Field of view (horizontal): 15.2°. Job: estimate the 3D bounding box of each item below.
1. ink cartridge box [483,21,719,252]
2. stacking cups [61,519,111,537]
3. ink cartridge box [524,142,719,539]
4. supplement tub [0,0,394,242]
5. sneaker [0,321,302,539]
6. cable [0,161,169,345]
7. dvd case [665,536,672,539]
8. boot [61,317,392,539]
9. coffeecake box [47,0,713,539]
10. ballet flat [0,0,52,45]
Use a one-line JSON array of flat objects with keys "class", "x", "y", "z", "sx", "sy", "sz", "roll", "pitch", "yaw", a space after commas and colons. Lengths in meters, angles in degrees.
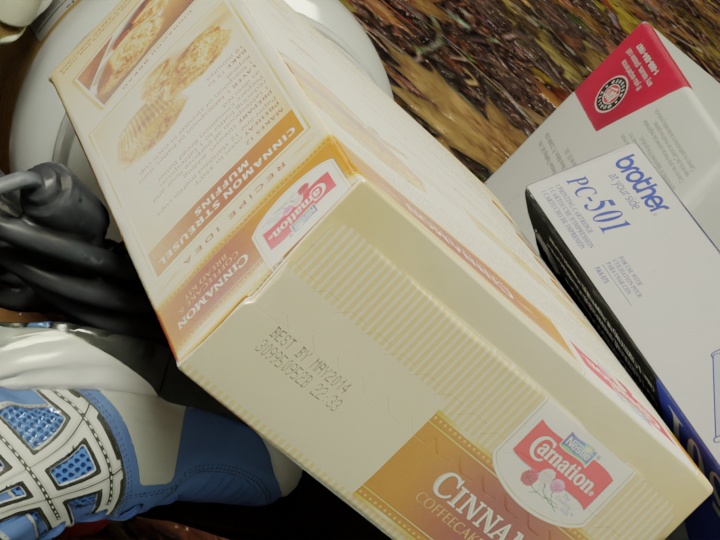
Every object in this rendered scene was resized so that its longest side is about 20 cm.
[{"class": "ink cartridge box", "x": 0.098, "y": 0.011, "z": 1.173, "sx": 0.083, "sy": 0.200, "sz": 0.145, "roll": 37, "pitch": 16, "yaw": -26}, {"class": "stacking cups", "x": -0.156, "y": 0.032, "z": 0.820, "sx": 0.200, "sy": 0.061, "sz": 0.061, "roll": 34, "pitch": 17, "yaw": -39}, {"class": "ink cartridge box", "x": 0.113, "y": 0.053, "z": 0.833, "sx": 0.200, "sy": 0.044, "sz": 0.094, "roll": -120, "pitch": -169, "yaw": -51}, {"class": "supplement tub", "x": -0.068, "y": -0.059, "z": 1.024, "sx": 0.144, "sy": 0.145, "sz": 0.200, "roll": 33, "pitch": 7, "yaw": -23}, {"class": "sneaker", "x": -0.104, "y": 0.052, "z": 0.783, "sx": 0.199, "sy": 0.077, "sz": 0.076, "roll": 12, "pitch": -9, "yaw": -36}, {"class": "cable", "x": -0.143, "y": -0.024, "z": 0.850, "sx": 0.199, "sy": 0.051, "sz": 0.163, "roll": 15, "pitch": -8, "yaw": 34}, {"class": "dvd case", "x": 0.126, "y": 0.118, "z": 0.871, "sx": 0.199, "sy": 0.022, "sz": 0.146, "roll": 23, "pitch": 22, "yaw": -32}, {"class": "boot", "x": -0.008, "y": 0.093, "z": 0.969, "sx": 0.186, "sy": 0.064, "sz": 0.200, "roll": 24, "pitch": -8, "yaw": 33}, {"class": "coffeecake box", "x": 0.000, "y": 0.000, "z": 0.807, "sx": 0.153, "sy": 0.073, "sz": 0.200, "roll": 41, "pitch": 9, "yaw": -29}, {"class": "ballet flat", "x": -0.143, "y": -0.096, "z": 0.901, "sx": 0.064, "sy": 0.068, "sz": 0.200, "roll": 27, "pitch": 20, "yaw": 26}]
